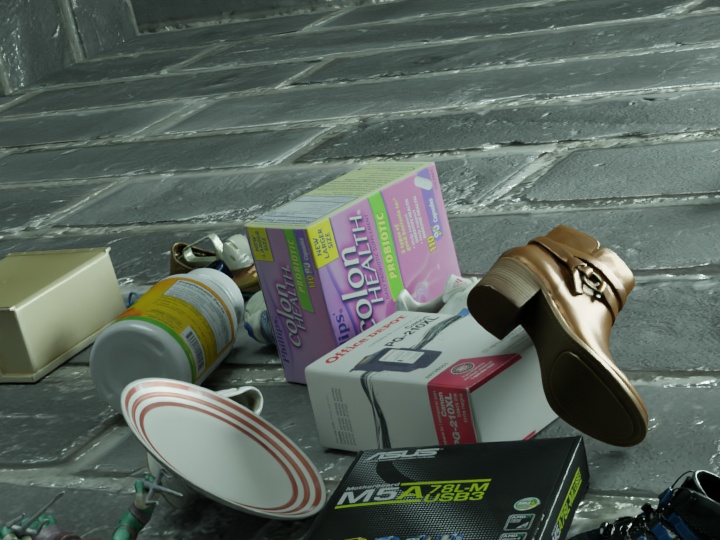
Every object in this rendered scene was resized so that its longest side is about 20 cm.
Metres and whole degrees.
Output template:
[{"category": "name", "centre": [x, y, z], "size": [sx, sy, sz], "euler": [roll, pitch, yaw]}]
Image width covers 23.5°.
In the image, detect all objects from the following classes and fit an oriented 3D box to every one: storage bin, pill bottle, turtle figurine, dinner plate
[{"category": "storage bin", "centre": [-0.420, 0.054, 2.096], "size": [0.198, 0.094, 0.200], "euler": [-3, 21, 32]}, {"category": "pill bottle", "centre": [-0.198, 0.070, 1.843], "size": [0.111, 0.111, 0.200], "euler": [-7, 19, 21]}, {"category": "turtle figurine", "centre": [-0.232, 0.228, 1.406], "size": [0.150, 0.101, 0.200], "euler": [-9, -6, -43]}, {"category": "dinner plate", "centre": [-0.121, 0.158, 1.494], "size": [0.200, 0.024, 0.200], "euler": [29, 17, -10]}]

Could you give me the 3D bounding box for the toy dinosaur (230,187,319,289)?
[{"category": "toy dinosaur", "centre": [-0.092, -0.034, 2.056], "size": [0.200, 0.105, 0.182], "euler": [-5, 27, 2]}]

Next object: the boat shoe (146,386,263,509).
[{"category": "boat shoe", "centre": [-0.138, 0.151, 1.593], "size": [0.069, 0.071, 0.200], "euler": [-28, 12, 19]}]

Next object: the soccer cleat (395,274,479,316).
[{"category": "soccer cleat", "centre": [0.129, 0.041, 1.726], "size": [0.200, 0.087, 0.070], "euler": [-10, 18, 10]}]

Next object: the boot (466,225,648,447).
[{"category": "boot", "centre": [0.200, 0.051, 1.513], "size": [0.200, 0.077, 0.155], "euler": [40, 40, 15]}]

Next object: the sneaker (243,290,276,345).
[{"category": "sneaker", "centre": [-0.027, 0.034, 1.916], "size": [0.200, 0.077, 0.085], "euler": [-31, 33, -26]}]

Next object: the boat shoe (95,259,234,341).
[{"category": "boat shoe", "centre": [-0.233, 0.044, 2.020], "size": [0.084, 0.069, 0.200], "euler": [3, 24, 43]}]

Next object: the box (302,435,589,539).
[{"category": "box", "centre": [0.066, 0.196, 1.366], "size": [0.200, 0.048, 0.193], "euler": [-6, 21, 22]}]

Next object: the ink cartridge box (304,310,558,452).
[{"category": "ink cartridge box", "centre": [0.070, 0.105, 1.576], "size": [0.200, 0.085, 0.145], "euler": [3, 23, 43]}]

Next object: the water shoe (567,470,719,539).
[{"category": "water shoe", "centre": [0.234, 0.178, 1.238], "size": [0.200, 0.079, 0.072], "euler": [-8, 18, 17]}]

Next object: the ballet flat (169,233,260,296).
[{"category": "ballet flat", "centre": [-0.166, -0.010, 2.131], "size": [0.200, 0.072, 0.068], "euler": [4, 25, 44]}]

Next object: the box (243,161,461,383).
[{"category": "box", "centre": [0.000, 0.000, 1.801], "size": [0.097, 0.176, 0.200], "euler": [5, 25, 46]}]
